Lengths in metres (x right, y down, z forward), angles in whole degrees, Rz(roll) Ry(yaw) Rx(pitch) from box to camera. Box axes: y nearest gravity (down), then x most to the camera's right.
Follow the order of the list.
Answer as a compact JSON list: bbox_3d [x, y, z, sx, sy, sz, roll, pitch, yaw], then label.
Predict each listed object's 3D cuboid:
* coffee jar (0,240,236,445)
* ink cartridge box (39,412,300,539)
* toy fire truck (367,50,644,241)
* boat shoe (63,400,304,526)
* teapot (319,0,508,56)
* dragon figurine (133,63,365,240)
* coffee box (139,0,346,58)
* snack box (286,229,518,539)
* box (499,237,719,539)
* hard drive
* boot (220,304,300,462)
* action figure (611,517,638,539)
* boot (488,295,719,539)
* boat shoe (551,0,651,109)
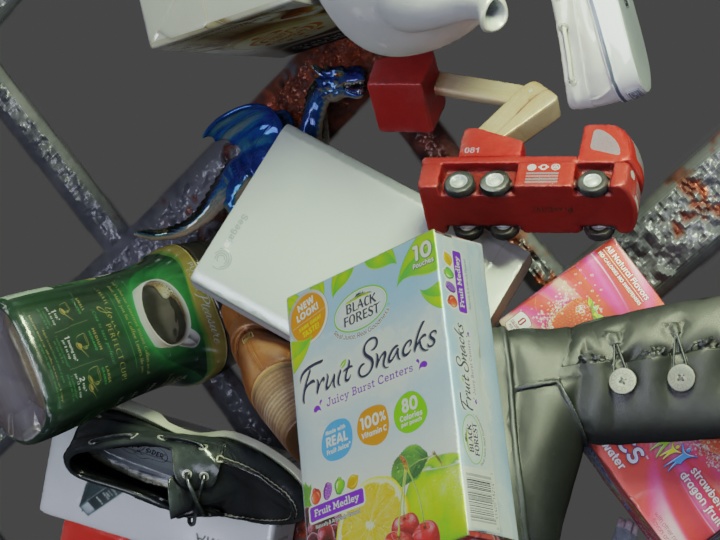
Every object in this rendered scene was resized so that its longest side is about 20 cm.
[{"bbox_3d":[-0.174,0.048,1.670,0.085,0.199,0.105,-31,80,51],"label":"coffee jar"},{"bbox_3d":[-0.150,0.200,1.751,0.199,0.043,0.175,14,98,22],"label":"ink cartridge box"},{"bbox_3d":[0.097,-0.087,1.575,0.198,0.142,0.049,0,137,16],"label":"toy fire truck"},{"bbox_3d":[-0.128,0.149,1.665,0.198,0.066,0.075,22,133,22],"label":"boat shoe"},{"bbox_3d":[0.051,-0.247,1.536,0.145,0.197,0.201,-16,92,26],"label":"teapot"},{"bbox_3d":[-0.075,-0.087,1.686,0.199,0.059,0.100,-17,85,19],"label":"dragon figurine"},{"bbox_3d":[-0.059,-0.201,1.594,0.114,0.200,0.080,-15,87,24],"label":"coffee box"},{"bbox_3d":[0.023,0.093,1.478,0.142,0.053,0.201,-24,62,39],"label":"snack box"},{"bbox_3d":[0.189,0.090,1.551,0.099,0.095,0.200,-35,79,-2],"label":"box"},{"bbox_3d":[0.000,0.000,1.595,0.199,0.026,0.132,29,79,16],"label":"hard drive"},{"bbox_3d":[-0.024,0.108,1.660,0.077,0.200,0.155,-43,41,9],"label":"boot"},{"bbox_3d":[0.137,0.247,1.569,0.198,0.149,0.135,9,105,-2],"label":"action figure"},{"bbox_3d":[0.183,0.104,1.472,0.198,0.066,0.166,-6,81,0],"label":"boot"},{"bbox_3d":[0.141,-0.208,1.576,0.065,0.074,0.201,-15,87,19],"label":"boat shoe"}]
